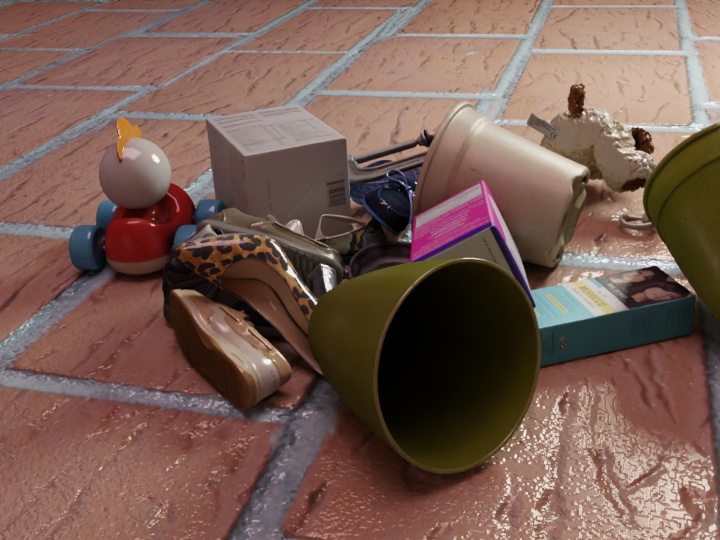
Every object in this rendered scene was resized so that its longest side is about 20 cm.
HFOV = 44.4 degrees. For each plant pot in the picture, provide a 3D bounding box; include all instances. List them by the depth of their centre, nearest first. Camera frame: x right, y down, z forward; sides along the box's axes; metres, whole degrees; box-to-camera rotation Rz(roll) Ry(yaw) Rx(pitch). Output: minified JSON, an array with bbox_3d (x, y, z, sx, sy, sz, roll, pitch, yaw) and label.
[{"bbox_3d":[0.037,0.073,0.847,0.185,0.190,0.199,-19,16,-29],"label":"plant pot"},{"bbox_3d":[0.425,-0.026,0.938,0.197,0.202,0.195,-4,52,-1],"label":"plant pot"},{"bbox_3d":[0.188,-0.095,1.144,0.182,0.203,0.200,22,34,20],"label":"plant pot"}]

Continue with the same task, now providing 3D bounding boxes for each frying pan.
[{"bbox_3d":[0.006,0.010,1.094,0.188,0.031,0.115,-12,39,-12],"label":"frying pan"}]

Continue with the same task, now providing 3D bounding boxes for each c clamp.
[{"bbox_3d":[0.040,-0.170,1.293,0.197,0.027,0.171,-15,22,2],"label":"c clamp"}]

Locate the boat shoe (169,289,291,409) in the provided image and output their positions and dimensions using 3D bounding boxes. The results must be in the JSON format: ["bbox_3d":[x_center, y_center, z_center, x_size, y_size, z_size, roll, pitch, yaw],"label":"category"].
[{"bbox_3d":[-0.143,0.077,0.956,0.069,0.075,0.200,-17,38,-32],"label":"boat shoe"}]

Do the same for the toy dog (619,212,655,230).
[{"bbox_3d":[0.451,-0.101,1.180,0.131,0.098,0.199,-19,25,-31],"label":"toy dog"}]

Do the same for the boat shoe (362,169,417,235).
[{"bbox_3d":[0.052,-0.103,1.208,0.069,0.084,0.200,-44,3,16],"label":"boat shoe"}]

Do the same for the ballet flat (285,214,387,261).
[{"bbox_3d":[-0.062,-0.037,1.161,0.197,0.075,0.074,-6,26,-14],"label":"ballet flat"}]

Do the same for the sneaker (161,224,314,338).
[{"bbox_3d":[-0.142,0.013,1.031,0.197,0.116,0.076,8,29,15],"label":"sneaker"}]

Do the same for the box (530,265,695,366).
[{"bbox_3d":[0.261,0.049,0.977,0.197,0.050,0.082,-11,28,-13],"label":"box"}]

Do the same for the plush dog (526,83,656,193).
[{"bbox_3d":[0.342,-0.187,1.321,0.198,0.163,0.171,-7,0,26],"label":"plush dog"}]

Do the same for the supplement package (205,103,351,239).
[{"bbox_3d":[-0.119,-0.134,1.272,0.149,0.154,0.200,-13,28,-20],"label":"supplement package"}]

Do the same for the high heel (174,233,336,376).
[{"bbox_3d":[-0.103,0.037,0.941,0.198,0.072,0.144,14,45,-26],"label":"high heel"}]

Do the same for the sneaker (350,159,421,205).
[{"bbox_3d":[0.077,-0.136,1.353,0.197,0.078,0.071,-15,71,0],"label":"sneaker"}]

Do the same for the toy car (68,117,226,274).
[{"bbox_3d":[-0.295,-0.114,1.200,0.182,0.202,0.177,1,27,8],"label":"toy car"}]

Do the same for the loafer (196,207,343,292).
[{"bbox_3d":[-0.104,-0.036,1.074,0.198,0.076,0.070,20,48,18],"label":"loafer"}]

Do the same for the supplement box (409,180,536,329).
[{"bbox_3d":[0.122,-0.015,0.986,0.102,0.102,0.200,-26,14,14],"label":"supplement box"}]
